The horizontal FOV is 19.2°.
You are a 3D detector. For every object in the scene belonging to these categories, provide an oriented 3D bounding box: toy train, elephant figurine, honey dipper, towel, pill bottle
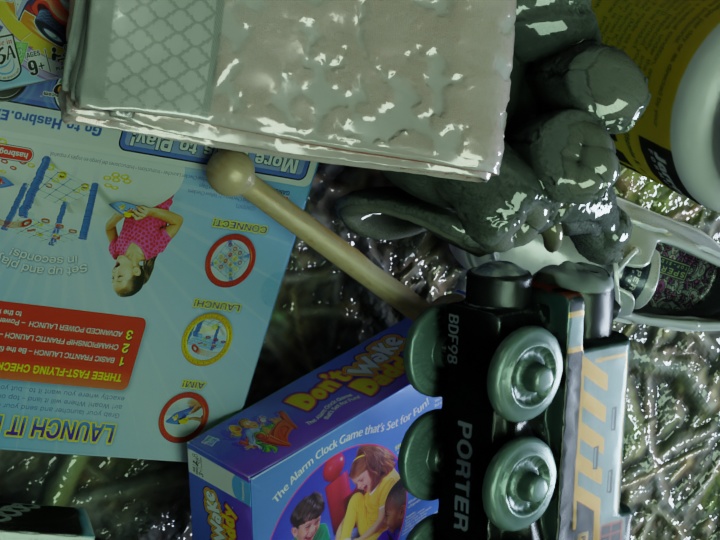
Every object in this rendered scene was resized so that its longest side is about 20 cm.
[{"bbox_3d":[0.080,0.091,1.031,0.114,0.085,0.200,-9,105,-42],"label":"toy train"},{"bbox_3d":[0.054,-0.056,1.027,0.141,0.200,0.155,-32,83,-11],"label":"elephant figurine"},{"bbox_3d":[0.000,0.000,1.028,0.200,0.038,0.038,35,90,-31],"label":"honey dipper"},{"bbox_3d":[-0.023,-0.147,0.900,0.191,0.032,0.200,7,85,-13],"label":"towel"},{"bbox_3d":[0.175,-0.094,1.069,0.114,0.200,0.114,-13,117,-28],"label":"pill bottle"}]

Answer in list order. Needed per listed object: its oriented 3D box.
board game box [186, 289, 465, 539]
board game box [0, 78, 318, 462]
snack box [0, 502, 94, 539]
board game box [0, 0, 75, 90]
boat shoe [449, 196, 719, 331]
[{"bbox_3d":[0.000,0.110,1.103,0.200,0.045,0.135,-28,130,-39],"label":"board game box"},{"bbox_3d":[-0.130,-0.014,0.998,0.200,0.056,0.196,9,106,-35],"label":"board game box"},{"bbox_3d":[-0.233,0.163,0.995,0.200,0.037,0.116,7,107,-21],"label":"snack box"},{"bbox_3d":[-0.096,-0.159,0.929,0.200,0.034,0.134,-17,98,-33],"label":"board game box"},{"bbox_3d":[0.139,-0.002,1.169,0.200,0.069,0.072,20,99,-37],"label":"boat shoe"}]
